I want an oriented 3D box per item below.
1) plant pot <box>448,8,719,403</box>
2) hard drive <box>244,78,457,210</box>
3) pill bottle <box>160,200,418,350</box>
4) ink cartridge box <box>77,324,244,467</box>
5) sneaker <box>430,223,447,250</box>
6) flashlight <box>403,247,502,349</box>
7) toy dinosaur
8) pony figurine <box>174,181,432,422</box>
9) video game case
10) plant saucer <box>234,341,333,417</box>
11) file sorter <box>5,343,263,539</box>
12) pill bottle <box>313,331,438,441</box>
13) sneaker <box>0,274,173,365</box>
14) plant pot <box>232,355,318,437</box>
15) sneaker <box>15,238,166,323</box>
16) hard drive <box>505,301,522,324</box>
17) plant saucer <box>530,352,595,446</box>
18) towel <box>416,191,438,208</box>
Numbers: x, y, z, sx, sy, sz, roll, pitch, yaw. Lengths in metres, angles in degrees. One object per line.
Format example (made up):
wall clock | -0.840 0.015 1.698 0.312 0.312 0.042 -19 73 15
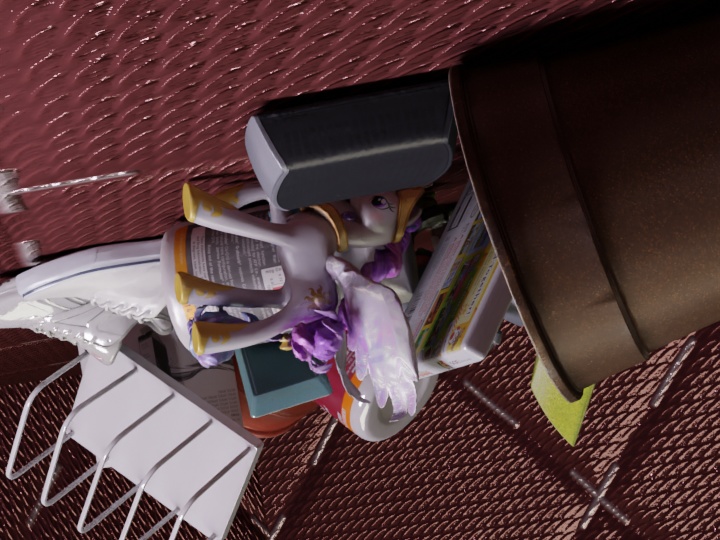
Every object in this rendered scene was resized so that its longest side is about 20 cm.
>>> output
plant pot | 0.176 -0.051 0.873 0.198 0.201 0.200 -19 174 13
hard drive | -0.004 -0.075 1.002 0.135 0.042 0.200 -10 176 -3
pill bottle | -0.058 -0.002 1.327 0.200 0.117 0.116 -11 176 9
ink cartridge box | -0.212 0.096 1.638 0.147 0.200 0.083 -14 173 36
sneaker | 0.156 -0.044 1.650 0.200 0.078 0.077 -12 164 -38
flashlight | 0.071 0.031 1.385 0.068 0.068 0.200 -37 -161 -4
toy dinosaur | 0.000 0.000 1.416 0.200 0.047 0.088 -49 -152 -23
pony figurine | -0.034 0.015 1.187 0.200 0.193 0.167 -4 -177 -21
video game case | 0.091 -0.010 1.216 0.023 0.200 0.182 31 161 -12
plant saucer | -0.075 0.063 1.361 0.070 0.019 0.200 -17 -153 -4
file sorter | -0.222 0.185 1.520 0.125 0.200 0.139 -37 156 -52
pill bottle | -0.030 0.064 1.501 0.200 0.113 0.113 35 -157 31
sneaker | -0.265 0.043 1.498 0.200 0.100 0.078 -10 175 -14
plant pot | -0.058 0.056 1.688 0.195 0.201 0.201 -26 167 40
sneaker | -0.207 0.012 1.429 0.200 0.071 0.073 -10 175 -8
hard drive | 0.141 -0.023 1.386 0.042 0.135 0.200 12 174 4
plant saucer | 0.182 0.009 1.300 0.048 0.200 0.200 12 144 4
towel | -0.033 -0.047 1.470 0.200 0.018 0.086 -13 172 26
